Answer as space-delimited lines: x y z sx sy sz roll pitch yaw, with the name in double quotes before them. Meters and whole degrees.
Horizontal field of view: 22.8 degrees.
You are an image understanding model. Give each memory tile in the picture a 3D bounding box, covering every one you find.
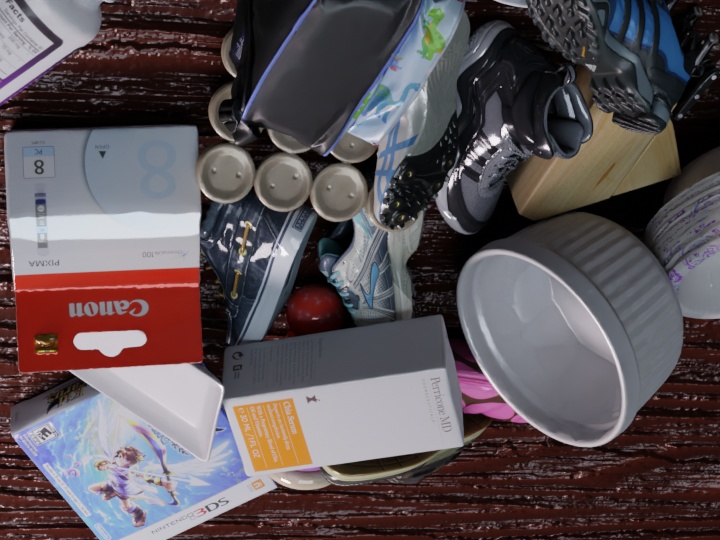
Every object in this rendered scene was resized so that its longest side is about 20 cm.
"memory tile" -0.031 -0.119 1.494 0.199 0.017 0.154 10 97 -16

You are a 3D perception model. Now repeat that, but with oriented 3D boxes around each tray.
"tray" -0.201 0.079 1.577 0.199 0.022 0.108 32 137 15

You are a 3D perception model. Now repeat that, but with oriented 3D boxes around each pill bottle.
"pill bottle" -0.270 -0.199 1.368 0.199 0.112 0.111 -33 126 14

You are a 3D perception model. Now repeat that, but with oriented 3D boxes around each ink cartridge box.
"ink cartridge box" -0.212 -0.019 1.488 0.159 0.047 0.201 -3 88 -9

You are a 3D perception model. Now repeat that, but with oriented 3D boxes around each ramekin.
"ramekin" 0.190 0.043 1.572 0.105 0.200 0.201 -34 135 -30

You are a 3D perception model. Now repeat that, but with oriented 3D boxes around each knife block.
"knife block" 0.208 -0.151 1.526 0.199 0.064 0.176 -18 127 3

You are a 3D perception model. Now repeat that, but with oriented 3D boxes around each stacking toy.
"stacking toy" -0.046 0.103 1.662 0.085 0.086 0.201 0 123 -11

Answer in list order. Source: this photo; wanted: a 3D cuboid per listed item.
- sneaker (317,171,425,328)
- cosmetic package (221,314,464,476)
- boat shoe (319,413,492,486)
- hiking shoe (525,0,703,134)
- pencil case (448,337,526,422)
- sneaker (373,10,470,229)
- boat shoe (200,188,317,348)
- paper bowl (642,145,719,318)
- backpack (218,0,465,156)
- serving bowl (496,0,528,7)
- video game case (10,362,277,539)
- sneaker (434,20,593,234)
"sneaker" 0.000 0.000 1.589 0.086 0.078 0.201 -4 116 -17
"cosmetic package" -0.015 0.112 1.577 0.199 0.071 0.102 -10 129 8
"boat shoe" 0.042 0.172 1.695 0.199 0.073 0.065 -14 137 -36
"hiking shoe" 0.196 -0.202 1.415 0.087 0.074 0.200 -52 126 -20
"pencil case" 0.108 0.102 1.678 0.199 0.094 0.091 5 104 -16
"sneaker" 0.041 -0.133 1.477 0.072 0.072 0.201 -7 115 -42
"boat shoe" -0.105 -0.002 1.583 0.091 0.071 0.201 27 135 4
"paper bowl" 0.347 -0.045 1.579 0.200 0.105 0.201 -13 156 -6
"backpack" -0.016 -0.203 1.357 0.146 0.201 0.183 18 125 -23
"serving bowl" 0.148 -0.307 1.391 0.199 0.066 0.201 -7 131 -8
"video game case" -0.203 0.169 1.701 0.181 0.046 0.200 -26 127 8
"sneaker" 0.128 -0.102 1.506 0.075 0.114 0.201 -27 136 -41
